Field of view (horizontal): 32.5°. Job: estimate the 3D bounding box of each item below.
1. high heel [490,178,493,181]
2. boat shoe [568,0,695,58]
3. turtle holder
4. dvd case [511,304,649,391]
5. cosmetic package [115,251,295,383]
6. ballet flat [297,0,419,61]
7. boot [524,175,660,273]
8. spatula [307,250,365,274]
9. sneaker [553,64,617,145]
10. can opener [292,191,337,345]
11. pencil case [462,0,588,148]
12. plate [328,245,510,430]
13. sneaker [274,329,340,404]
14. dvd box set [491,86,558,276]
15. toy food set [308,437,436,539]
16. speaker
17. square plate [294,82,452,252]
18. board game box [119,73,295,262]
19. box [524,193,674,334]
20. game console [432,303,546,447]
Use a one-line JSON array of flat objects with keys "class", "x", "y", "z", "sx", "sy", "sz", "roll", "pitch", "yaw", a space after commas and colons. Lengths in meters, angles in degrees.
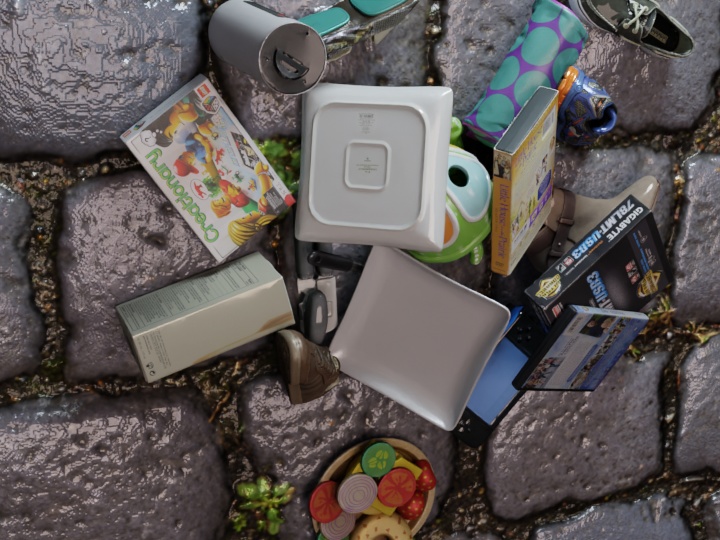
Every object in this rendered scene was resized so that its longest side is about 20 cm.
[{"class": "high heel", "x": 0.186, "y": -0.085, "z": 1.676, "sx": 0.096, "sy": 0.067, "sz": 0.200, "roll": 35, "pitch": 96, "yaw": -38}, {"class": "boat shoe", "x": 0.370, "y": -0.342, "z": 1.662, "sx": 0.199, "sy": 0.064, "sz": 0.071, "roll": 19, "pitch": 100, "yaw": -28}, {"class": "turtle holder", "x": 0.110, "y": -0.106, "z": 1.578, "sx": 0.186, "sy": 0.141, "sz": 0.132, "roll": -51, "pitch": 137, "yaw": -16}, {"class": "dvd case", "x": 0.308, "y": 0.112, "z": 1.720, "sx": 0.200, "sy": 0.018, "sz": 0.143, "roll": 7, "pitch": 124, "yaw": -48}, {"class": "cosmetic package", "x": -0.194, "y": 0.056, "z": 1.540, "sx": 0.199, "sy": 0.105, "sz": 0.071, "roll": -21, "pitch": 117, "yaw": -14}, {"class": "ballet flat", "x": -0.007, "y": -0.304, "z": 1.522, "sx": 0.200, "sy": 0.072, "sz": 0.072, "roll": -27, "pitch": 116, "yaw": -12}, {"class": "boot", "x": 0.315, "y": -0.077, "z": 1.731, "sx": 0.146, "sy": 0.070, "sz": 0.200, "roll": 31, "pitch": 94, "yaw": -27}, {"class": "spatula", "x": 0.000, "y": 0.000, "z": 1.614, "sx": 0.200, "sy": 0.021, "sz": 0.057, "roll": 15, "pitch": 107, "yaw": -45}, {"class": "sneaker", "x": 0.300, "y": -0.201, "z": 1.633, "sx": 0.076, "sy": 0.078, "sz": 0.200, "roll": -56, "pitch": 161, "yaw": 3}, {"class": "can opener", "x": -0.055, "y": -0.005, "z": 1.603, "sx": 0.052, "sy": 0.066, "sz": 0.201, "roll": -9, "pitch": 107, "yaw": -19}, {"class": "pencil case", "x": 0.215, "y": -0.250, "z": 1.611, "sx": 0.085, "sy": 0.092, "sz": 0.200, "roll": 30, "pitch": 93, "yaw": -31}, {"class": "plate", "x": 0.075, "y": 0.082, "z": 1.609, "sx": 0.199, "sy": 0.032, "sz": 0.200, "roll": 29, "pitch": 116, "yaw": 11}, {"class": "sneaker", "x": -0.065, "y": 0.115, "z": 1.585, "sx": 0.075, "sy": 0.200, "sz": 0.071, "roll": -17, "pitch": 72, "yaw": -8}, {"class": "dvd box set", "x": 0.208, "y": -0.112, "z": 1.571, "sx": 0.146, "sy": 0.029, "sz": 0.201, "roll": -53, "pitch": 151, "yaw": -38}, {"class": "toy food set", "x": 0.019, "y": 0.331, "z": 1.758, "sx": 0.198, "sy": 0.049, "sz": 0.200, "roll": 34, "pitch": 93, "yaw": -29}, {"class": "speaker", "x": -0.109, "y": -0.257, "z": 1.408, "sx": 0.081, "sy": 0.200, "sz": 0.082, "roll": -8, "pitch": 111, "yaw": -21}, {"class": "square plate", "x": 0.010, "y": -0.128, "z": 1.511, "sx": 0.028, "sy": 0.199, "sz": 0.199, "roll": -9, "pitch": 103, "yaw": -68}, {"class": "board game box", "x": -0.185, "y": -0.124, "z": 1.518, "sx": 0.126, "sy": 0.035, "sz": 0.200, "roll": -39, "pitch": 119, "yaw": -6}, {"class": "box", "x": 0.333, "y": 0.020, "z": 1.705, "sx": 0.198, "sy": 0.050, "sz": 0.200, "roll": -42, "pitch": 144, "yaw": -4}, {"class": "game console", "x": 0.191, "y": 0.155, "z": 1.731, "sx": 0.171, "sy": 0.118, "sz": 0.200, "roll": 40, "pitch": 90, "yaw": -29}]
